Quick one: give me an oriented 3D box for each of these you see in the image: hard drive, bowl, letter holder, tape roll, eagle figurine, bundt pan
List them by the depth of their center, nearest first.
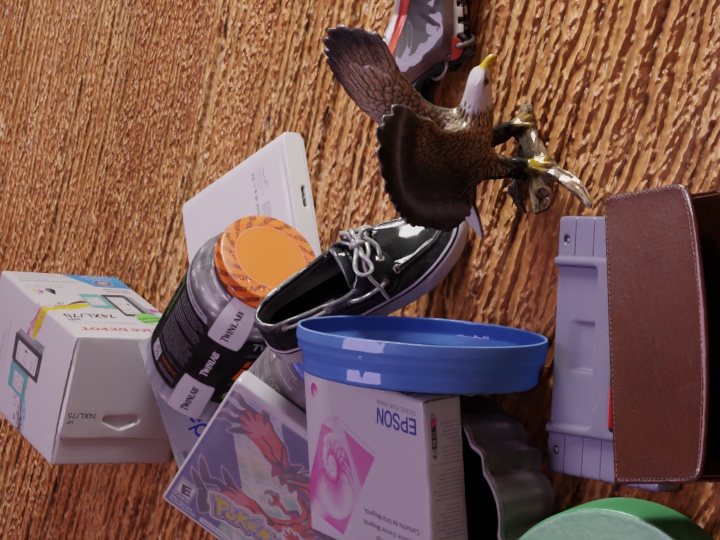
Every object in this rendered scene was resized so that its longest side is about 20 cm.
[{"bbox_3d":[0.252,0.043,1.240,0.142,0.100,0.201,-9,81,52],"label":"letter holder"},{"bbox_3d":[0.185,0.265,1.305,0.200,0.048,0.202,4,97,34],"label":"tape roll"},{"bbox_3d":[0.062,-0.106,1.424,0.152,0.199,0.152,1,87,61],"label":"eagle figurine"},{"bbox_3d":[0.047,0.066,1.437,0.200,0.200,0.040,9,97,54],"label":"bowl"},{"bbox_3d":[0.089,0.190,1.459,0.202,0.075,0.203,26,120,56],"label":"bundt pan"},{"bbox_3d":[-0.111,-0.039,1.818,0.200,0.026,0.133,-30,64,50],"label":"hard drive"}]

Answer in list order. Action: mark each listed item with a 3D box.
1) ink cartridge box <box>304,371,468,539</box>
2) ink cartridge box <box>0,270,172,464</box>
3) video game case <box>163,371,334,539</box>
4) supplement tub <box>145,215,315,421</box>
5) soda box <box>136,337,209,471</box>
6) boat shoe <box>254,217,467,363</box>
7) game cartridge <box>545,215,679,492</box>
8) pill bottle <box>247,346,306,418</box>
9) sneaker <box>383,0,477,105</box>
[{"bbox_3d":[0.018,0.183,1.466,0.196,0.043,0.201,10,105,60],"label":"ink cartridge box"},{"bbox_3d":[-0.296,0.104,1.965,0.200,0.146,0.147,32,112,50],"label":"ink cartridge box"},{"bbox_3d":[-0.061,0.206,1.622,0.200,0.023,0.182,36,130,3],"label":"video game case"},{"bbox_3d":[-0.120,0.044,1.724,0.200,0.122,0.123,-56,45,48],"label":"supplement tub"},{"bbox_3d":[-0.158,0.152,1.818,0.064,0.068,0.201,70,177,-58],"label":"soda box"},{"bbox_3d":[-0.001,-0.002,1.536,0.199,0.068,0.074,-30,54,0],"label":"boat shoe"},{"bbox_3d":[0.195,0.060,1.377,0.129,0.038,0.201,3,90,59],"label":"game cartridge"},{"bbox_3d":[-0.054,0.120,1.651,0.200,0.113,0.114,-50,49,41],"label":"pill bottle"},{"bbox_3d":[0.073,-0.217,1.554,0.082,0.077,0.201,29,115,22],"label":"sneaker"}]
